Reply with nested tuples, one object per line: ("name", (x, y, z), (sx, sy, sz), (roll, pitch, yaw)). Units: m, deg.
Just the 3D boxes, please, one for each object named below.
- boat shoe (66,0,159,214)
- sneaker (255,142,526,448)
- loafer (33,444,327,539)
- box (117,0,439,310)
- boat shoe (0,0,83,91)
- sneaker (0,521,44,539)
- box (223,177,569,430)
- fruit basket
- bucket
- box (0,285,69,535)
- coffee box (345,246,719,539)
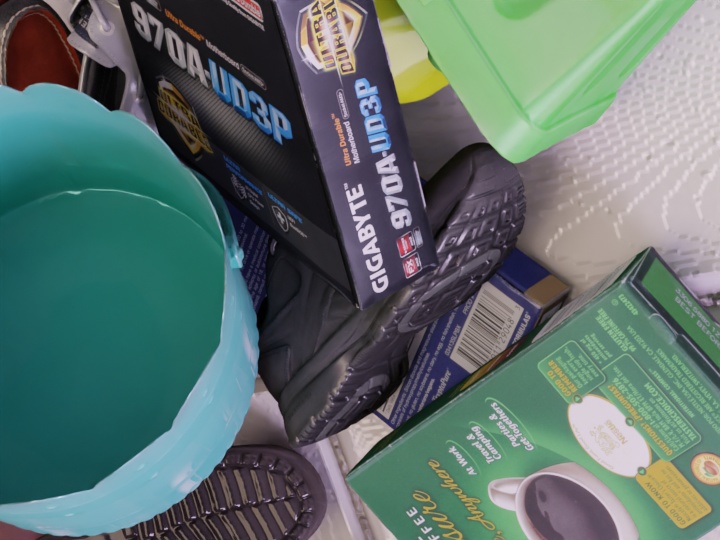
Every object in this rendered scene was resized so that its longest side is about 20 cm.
("boat shoe", (-0.111, -0.115, 1.240), (0.072, 0.068, 0.201), (46, 132, 46))
("sneaker", (0.000, -0.001, 1.180), (0.091, 0.076, 0.200), (54, 130, 16))
("loafer", (-0.111, 0.142, 1.352), (0.199, 0.071, 0.073), (-20, 91, 9))
("box", (-0.047, -0.093, 1.113), (0.200, 0.046, 0.159), (40, 151, 50))
("boat shoe", (-0.151, -0.050, 1.314), (0.062, 0.071, 0.201), (19, 129, 49))
("sneaker", (-0.145, 0.193, 1.427), (0.200, 0.075, 0.105), (50, 137, -1))
("box", (0.000, 0.000, 1.246), (0.200, 0.032, 0.121), (37, 129, 18))
("fruit basket", (0.025, -0.135, 1.097), (0.215, 0.155, 0.216), (5, 104, 22))
("bucket", (-0.145, 0.024, 1.158), (0.207, 0.207, 0.135), (41, 175, 17))
("box", (-0.176, 0.060, 1.335), (0.100, 0.075, 0.200), (40, 161, 17))
("coffee box", (0.099, 0.088, 1.174), (0.123, 0.044, 0.200), (47, 127, -4))
